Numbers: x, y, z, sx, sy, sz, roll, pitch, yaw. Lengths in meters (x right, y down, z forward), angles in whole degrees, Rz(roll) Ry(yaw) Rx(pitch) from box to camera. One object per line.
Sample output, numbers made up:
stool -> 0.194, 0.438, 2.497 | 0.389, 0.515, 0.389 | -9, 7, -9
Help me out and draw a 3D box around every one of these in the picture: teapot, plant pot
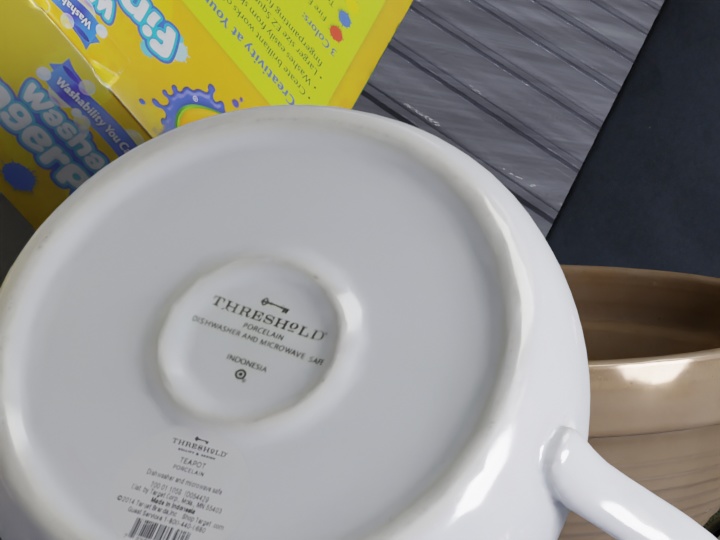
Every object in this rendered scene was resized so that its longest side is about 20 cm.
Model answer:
teapot -> -0.013, 0.057, 0.866 | 0.146, 0.197, 0.200 | 67, -2, -56
plant pot -> 0.063, 0.058, 1.019 | 0.200, 0.093, 0.201 | 0, 10, 0

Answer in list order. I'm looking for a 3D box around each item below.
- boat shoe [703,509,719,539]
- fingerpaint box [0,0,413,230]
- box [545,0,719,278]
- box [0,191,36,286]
boat shoe -> 0.140, 0.114, 1.058 | 0.065, 0.075, 0.202 | 30, 22, 2
fingerpaint box -> -0.091, -0.110, 0.971 | 0.200, 0.073, 0.167 | 49, 39, -19
box -> 0.190, -0.021, 1.261 | 0.124, 0.200, 0.196 | 35, 18, 30
box -> -0.191, -0.029, 0.995 | 0.200, 0.078, 0.095 | 13, 20, -38
